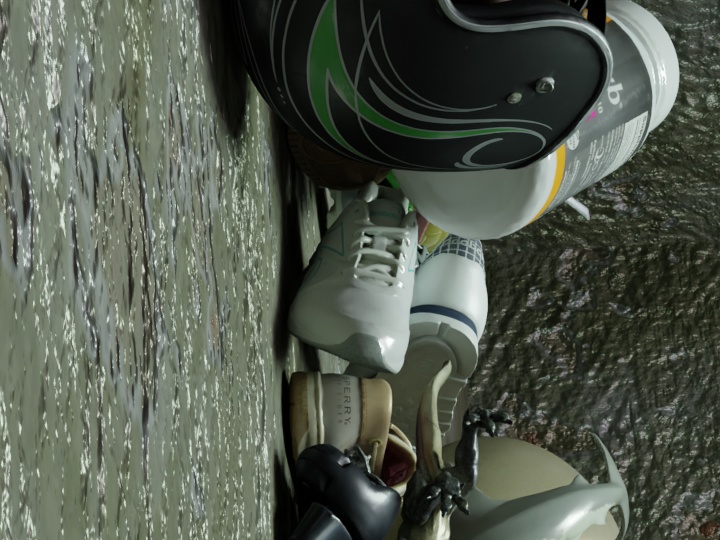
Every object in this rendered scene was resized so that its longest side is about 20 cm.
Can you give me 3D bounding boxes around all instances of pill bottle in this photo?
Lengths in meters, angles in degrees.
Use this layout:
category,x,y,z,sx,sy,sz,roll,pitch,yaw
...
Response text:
category,x,y,z,sx,sy,sz,roll,pitch,yaw
pill bottle,0.111,-0.101,1.435,0.200,0.116,0.117,-31,121,-51

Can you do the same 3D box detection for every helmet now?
category,x,y,z,sx,sy,sz,roll,pitch,yaw
helmet,0.024,-0.149,1.181,0.200,0.189,0.201,-48,-147,44

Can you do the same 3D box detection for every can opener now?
category,x,y,z,sx,sy,sz,roll,pitch,yaw
can opener,-0.014,0.158,1.342,0.063,0.078,0.200,46,-15,20

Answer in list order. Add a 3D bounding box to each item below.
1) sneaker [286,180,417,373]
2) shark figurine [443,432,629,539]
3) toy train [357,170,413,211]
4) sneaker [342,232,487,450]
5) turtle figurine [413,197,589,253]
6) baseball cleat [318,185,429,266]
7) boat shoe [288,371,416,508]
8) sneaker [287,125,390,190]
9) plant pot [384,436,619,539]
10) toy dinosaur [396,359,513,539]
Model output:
category,x,y,z,sx,sy,sz,roll,pitch,yaw
sneaker,0.000,0.000,1.383,0.200,0.070,0.081,-97,-152,-71
shark figurine,0.089,0.147,1.401,0.090,0.214,0.128,52,-26,16
toy train,0.034,-0.069,1.564,0.042,0.056,0.200,51,10,-6
sneaker,0.035,0.051,1.498,0.200,0.076,0.081,129,-24,-57
turtle figurine,0.064,-0.103,1.952,0.144,0.199,0.195,36,-34,49
baseball cleat,0.032,-0.010,1.666,0.201,0.105,0.070,76,16,-54
boat shoe,0.001,0.122,1.400,0.200,0.069,0.074,77,10,-63
sneaker,-0.015,-0.147,1.421,0.201,0.069,0.109,76,12,-49
plant pot,0.069,0.225,1.589,0.134,0.199,0.202,-16,103,-60
toy dinosaur,0.047,0.122,1.335,0.088,0.047,0.201,127,-25,-56
